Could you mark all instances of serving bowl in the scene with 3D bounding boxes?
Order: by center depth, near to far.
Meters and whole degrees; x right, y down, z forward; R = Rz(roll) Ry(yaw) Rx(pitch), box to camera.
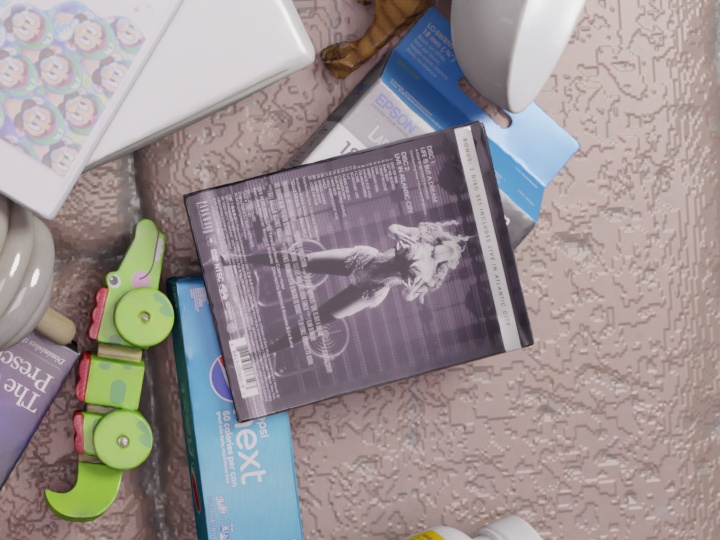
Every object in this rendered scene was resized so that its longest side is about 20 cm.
[{"bbox_3d":[0.105,-0.204,1.617,0.066,0.200,0.201,22,89,12],"label":"serving bowl"}]

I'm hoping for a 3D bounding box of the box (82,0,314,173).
[{"bbox_3d":[-0.162,-0.173,1.579,0.199,0.171,0.200,-27,95,-7],"label":"box"}]

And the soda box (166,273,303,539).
[{"bbox_3d":[-0.081,0.101,1.653,0.064,0.068,0.201,-7,93,-10],"label":"soda box"}]

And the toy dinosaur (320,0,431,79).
[{"bbox_3d":[0.044,-0.196,1.632,0.060,0.106,0.200,30,130,-7],"label":"toy dinosaur"}]

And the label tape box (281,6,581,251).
[{"bbox_3d":[0.037,-0.055,1.668,0.144,0.063,0.200,42,86,-8],"label":"label tape box"}]

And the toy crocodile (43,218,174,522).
[{"bbox_3d":[-0.159,0.065,1.641,0.061,0.068,0.201,10,91,-8],"label":"toy crocodile"}]

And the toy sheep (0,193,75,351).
[{"bbox_3d":[-0.252,-0.003,1.524,0.200,0.138,0.138,33,86,-39],"label":"toy sheep"}]

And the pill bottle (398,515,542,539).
[{"bbox_3d":[0.029,0.234,1.645,0.199,0.112,0.113,-21,95,-20],"label":"pill bottle"}]

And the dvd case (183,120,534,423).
[{"bbox_3d":[0.000,0.000,1.623,0.199,0.016,0.149,-14,95,-10],"label":"dvd case"}]

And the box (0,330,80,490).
[{"bbox_3d":[-0.298,0.060,1.616,0.200,0.079,0.141,30,90,-8],"label":"box"}]

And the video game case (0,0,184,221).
[{"bbox_3d":[-0.206,-0.160,1.475,0.182,0.024,0.200,31,89,-6],"label":"video game case"}]
